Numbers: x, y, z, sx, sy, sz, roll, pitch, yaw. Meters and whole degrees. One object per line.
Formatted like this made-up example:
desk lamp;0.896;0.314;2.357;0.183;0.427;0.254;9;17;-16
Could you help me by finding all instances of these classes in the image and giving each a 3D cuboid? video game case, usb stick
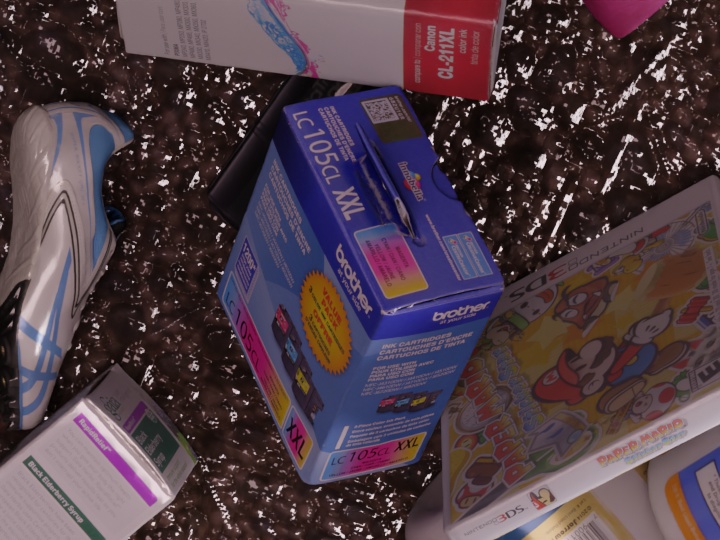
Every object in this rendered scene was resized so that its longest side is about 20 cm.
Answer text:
video game case;0.122;0.045;1.302;0.182;0.200;0.023;-29;116;17
usb stick;-0.013;-0.100;1.375;0.055;0.033;0.200;38;105;5

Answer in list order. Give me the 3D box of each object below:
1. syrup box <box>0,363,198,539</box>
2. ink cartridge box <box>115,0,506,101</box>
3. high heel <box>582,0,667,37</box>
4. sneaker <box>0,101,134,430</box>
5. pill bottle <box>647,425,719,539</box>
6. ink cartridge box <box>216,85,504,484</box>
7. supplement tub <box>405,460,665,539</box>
syrup box;-0.195;0.150;1.430;0.200;0.079;0.081;-39;96;13
ink cartridge box;-0.019;-0.181;1.296;0.199;0.083;0.146;8;66;4
high heel;0.205;-0.198;1.320;0.200;0.067;0.096;-25;123;1
sneaker;-0.170;0.002;1.401;0.072;0.072;0.200;2;114;-25
pill bottle;0.254;0.087;1.269;0.200;0.112;0.112;-37;97;31
ink cartridge box;0.000;0.000;1.296;0.076;0.137;0.200;-12;149;-27
supplement tub;0.136;0.172;1.363;0.145;0.145;0.200;-39;96;13
